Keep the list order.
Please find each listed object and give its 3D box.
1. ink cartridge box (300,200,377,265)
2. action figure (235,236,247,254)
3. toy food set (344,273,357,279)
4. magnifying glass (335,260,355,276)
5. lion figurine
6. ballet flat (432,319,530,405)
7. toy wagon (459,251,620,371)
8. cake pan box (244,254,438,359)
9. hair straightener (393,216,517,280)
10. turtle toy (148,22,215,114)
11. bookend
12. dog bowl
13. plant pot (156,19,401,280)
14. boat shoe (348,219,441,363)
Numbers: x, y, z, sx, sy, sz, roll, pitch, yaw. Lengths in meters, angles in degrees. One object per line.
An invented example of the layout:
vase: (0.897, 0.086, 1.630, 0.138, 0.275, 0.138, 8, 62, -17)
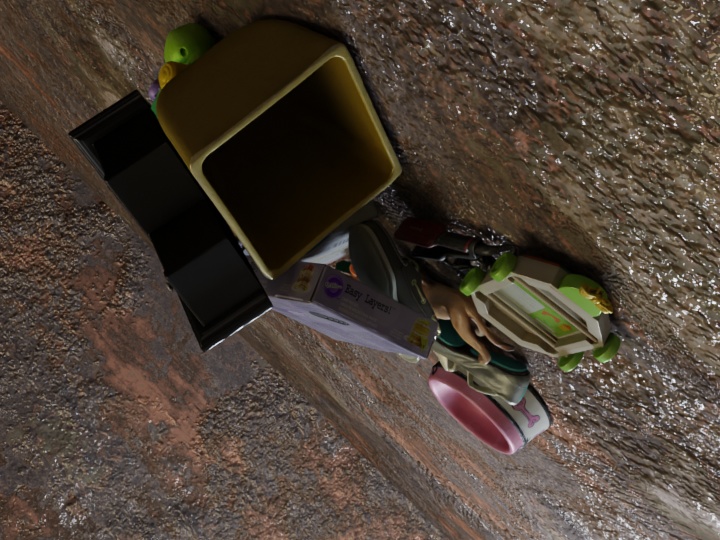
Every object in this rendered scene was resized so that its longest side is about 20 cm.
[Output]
ink cartridge box: (-0.070, -0.054, 1.223, 0.085, 0.143, 0.200, 65, 167, 10)
action figure: (-0.206, 0.002, 1.933, 0.129, 0.070, 0.200, 12, 150, 51)
toy food set: (-0.004, 0.039, 1.413, 0.199, 0.049, 0.197, 24, 178, -43)
magnifying glass: (0.000, 0.000, 1.346, 0.079, 0.023, 0.200, 18, -179, 2)
lion figurine: (0.107, 0.045, 1.240, 0.198, 0.073, 0.123, 12, 139, 39)
ballet flat: (0.146, 0.124, 1.304, 0.199, 0.067, 0.064, 30, 116, 36)
toy wagon: (0.197, 0.038, 0.967, 0.155, 0.040, 0.200, 37, 156, -9)
cake pan box: (-0.036, 0.042, 1.104, 0.183, 0.053, 0.199, 30, 166, -33)
hair straightener: (0.118, -0.021, 1.080, 0.077, 0.041, 0.199, 47, 161, -27)
turtle toy: (-0.205, -0.209, 1.165, 0.100, 0.203, 0.145, 0, 176, 44)
bookend: (-0.203, -0.054, 1.005, 0.200, 0.092, 0.199, 55, 176, 46)
dog bowl: (0.184, 0.192, 1.398, 0.200, 0.074, 0.200, 41, 166, 13)
plant pot: (-0.108, -0.156, 1.022, 0.200, 0.195, 0.195, 44, 170, 41)
boat shoe: (0.045, 0.019, 1.168, 0.072, 0.060, 0.203, 14, 134, 51)
